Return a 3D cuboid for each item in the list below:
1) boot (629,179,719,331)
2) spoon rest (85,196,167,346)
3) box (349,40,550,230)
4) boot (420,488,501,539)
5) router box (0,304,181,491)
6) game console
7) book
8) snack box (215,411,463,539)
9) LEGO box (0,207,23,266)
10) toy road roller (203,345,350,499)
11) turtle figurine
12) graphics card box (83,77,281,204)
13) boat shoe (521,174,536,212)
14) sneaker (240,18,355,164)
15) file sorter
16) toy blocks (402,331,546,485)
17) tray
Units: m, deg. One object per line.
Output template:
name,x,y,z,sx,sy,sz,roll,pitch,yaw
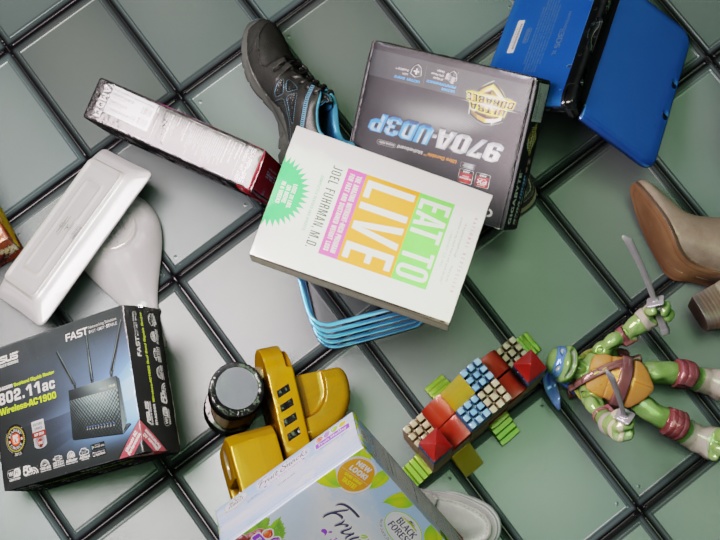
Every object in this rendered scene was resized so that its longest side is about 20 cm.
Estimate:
boot,0.394,-0.031,1.566,0.145,0.070,0.201,-24,79,-10
spoon rest,-0.251,0.005,1.590,0.098,0.061,0.201,-19,64,-3
box,0.088,-0.144,1.550,0.198,0.046,0.161,18,101,27
boot,0.045,0.255,1.492,0.198,0.096,0.074,5,83,4
router box,-0.286,0.133,1.509,0.199,0.062,0.151,-18,74,28
game console,0.245,-0.218,1.604,0.169,0.119,0.201,1,53,32
book,0.011,-0.041,1.390,0.198,0.048,0.135,19,80,4
snack box,-0.013,0.260,1.405,0.168,0.068,0.200,-35,119,7
LEGO box,-0.481,-0.072,1.597,0.148,0.077,0.201,-31,78,-5
toy road roller,-0.075,0.177,1.508,0.145,0.123,0.202,-12,76,-12
turtle figurine,0.297,0.108,1.480,0.192,0.201,0.145,20,38,-14
graphics card box,-0.186,-0.136,1.575,0.198,0.125,0.051,23,89,8
boat shoe,0.118,-0.147,1.597,0.072,0.065,0.201,-34,79,-6
sneaker,-0.064,-0.190,1.596,0.082,0.073,0.202,-30,78,36
file sorter,0.000,0.000,1.503,0.137,0.200,0.124,-14,81,-1
toy blocks,0.116,0.134,1.498,0.200,0.137,0.100,-39,79,-7
tray,-0.314,-0.043,1.582,0.107,0.022,0.201,26,78,45
